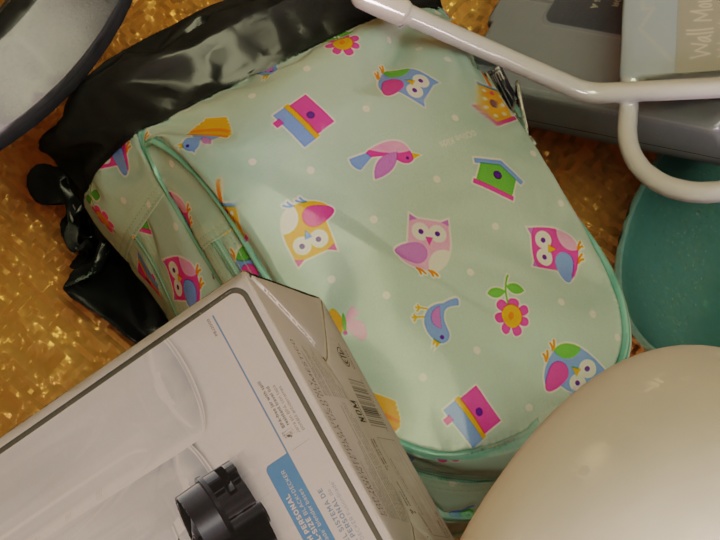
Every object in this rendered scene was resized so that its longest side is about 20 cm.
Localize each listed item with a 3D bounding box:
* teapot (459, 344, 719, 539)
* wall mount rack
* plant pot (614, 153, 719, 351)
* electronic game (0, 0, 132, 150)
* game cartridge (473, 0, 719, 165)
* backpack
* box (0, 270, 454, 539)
[{"bbox_3d":[0.118,0.124,0.750,0.146,0.197,0.201,25,111,32],"label":"teapot"},{"bbox_3d":[0.092,-0.121,0.884,0.173,0.075,0.200,-1,54,12],"label":"wall mount rack"},{"bbox_3d":[0.209,0.003,0.905,0.135,0.200,0.200,48,67,-28],"label":"plant pot"},{"bbox_3d":[-0.170,-0.109,0.889,0.199,0.042,0.201,-5,59,9],"label":"electronic game"},{"bbox_3d":[0.136,-0.128,0.954,0.133,0.042,0.200,17,65,32],"label":"game cartridge"},{"bbox_3d":[0.000,0.000,0.877,0.167,0.127,0.200,-27,78,-18],"label":"backpack"},{"bbox_3d":[-0.076,0.104,0.783,0.200,0.060,0.117,-33,72,14],"label":"box"}]
